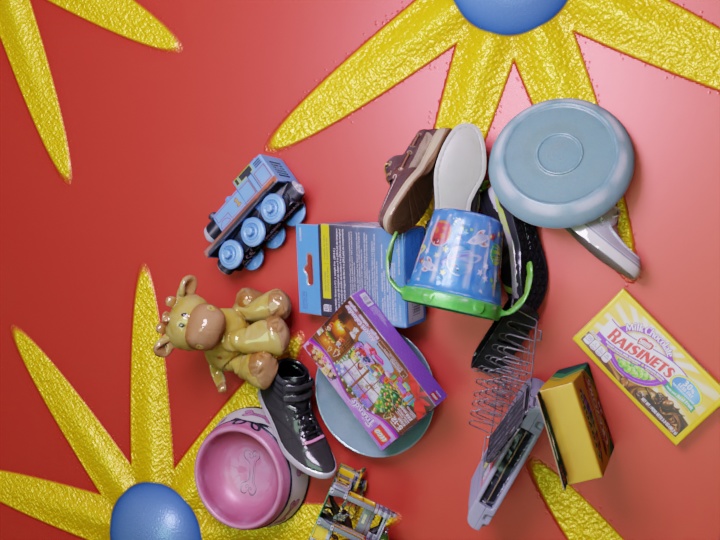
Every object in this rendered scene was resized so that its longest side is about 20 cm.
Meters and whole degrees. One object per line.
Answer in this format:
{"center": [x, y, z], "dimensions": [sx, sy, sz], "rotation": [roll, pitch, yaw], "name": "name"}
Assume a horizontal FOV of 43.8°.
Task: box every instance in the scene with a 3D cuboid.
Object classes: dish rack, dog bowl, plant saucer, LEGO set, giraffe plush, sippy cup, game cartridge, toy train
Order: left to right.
{"center": [-0.226, 0.089, 1.389], "dimensions": [0.198, 0.161, 0.175], "rotation": [-20, 55, 38], "name": "giraffe plush"}
{"center": [-0.185, 0.330, 1.461], "dimensions": [0.197, 0.074, 0.204], "rotation": [2, 94, 21], "name": "dog bowl"}
{"center": [-0.173, -0.086, 1.426], "dimensions": [0.200, 0.086, 0.115], "rotation": [-44, 68, 21], "name": "toy train"}
{"center": [-0.015, 0.404, 1.358], "dimensions": [0.115, 0.154, 0.202], "rotation": [23, 84, 4], "name": "LEGO set"}
{"center": [0.027, 0.184, 1.383], "dimensions": [0.198, 0.039, 0.205], "rotation": [2, 94, 23], "name": "plant saucer"}
{"center": [0.132, -0.010, 1.194], "dimensions": [0.139, 0.176, 0.132], "rotation": [9, 86, 58], "name": "sippy cup"}
{"center": [0.192, 0.154, 1.218], "dimensions": [0.054, 0.202, 0.154], "rotation": [19, 137, -3], "name": "dish rack"}
{"center": [0.207, 0.253, 1.262], "dimensions": [0.040, 0.133, 0.202], "rotation": [27, 105, 7], "name": "game cartridge"}
{"center": [0.272, -0.154, 1.219], "dimensions": [0.197, 0.027, 0.203], "rotation": [-6, 65, 13], "name": "plant saucer"}

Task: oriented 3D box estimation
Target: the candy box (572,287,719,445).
{"center": [0.399, 0.131, 1.234], "dimensions": [0.200, 0.026, 0.102], "rotation": [47, 105, 13], "name": "candy box"}

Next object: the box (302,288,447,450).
{"center": [0.018, 0.148, 1.320], "dimensions": [0.201, 0.039, 0.137], "rotation": [51, 128, 10], "name": "box"}

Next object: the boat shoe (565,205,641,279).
{"center": [0.319, -0.075, 1.228], "dimensions": [0.201, 0.070, 0.072], "rotation": [44, 93, 12], "name": "boat shoe"}

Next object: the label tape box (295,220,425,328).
{"center": [0.000, 0.000, 1.354], "dimensions": [0.198, 0.063, 0.147], "rotation": [6, 103, 35], "name": "label tape box"}

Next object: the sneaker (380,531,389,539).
{"center": [0.055, 0.501, 1.386], "dimensions": [0.082, 0.074, 0.203], "rotation": [-12, 86, -3], "name": "sneaker"}

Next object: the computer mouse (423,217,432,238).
{"center": [0.139, -0.098, 1.325], "dimensions": [0.058, 0.034, 0.203], "rotation": [19, 95, 12], "name": "computer mouse"}

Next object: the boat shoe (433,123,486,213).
{"center": [0.136, -0.106, 1.277], "dimensions": [0.071, 0.061, 0.205], "rotation": [9, 93, 4], "name": "boat shoe"}

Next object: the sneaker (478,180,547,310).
{"center": [0.212, -0.032, 1.290], "dimensions": [0.082, 0.071, 0.203], "rotation": [-9, 90, 47], "name": "sneaker"}

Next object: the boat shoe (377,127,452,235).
{"center": [0.067, -0.133, 1.287], "dimensions": [0.071, 0.073, 0.201], "rotation": [14, 58, 28], "name": "boat shoe"}

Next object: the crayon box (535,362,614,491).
{"center": [0.288, 0.203, 1.190], "dimensions": [0.050, 0.200, 0.129], "rotation": [-18, 88, 21], "name": "crayon box"}

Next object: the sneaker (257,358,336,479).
{"center": [-0.093, 0.222, 1.382], "dimensions": [0.201, 0.070, 0.100], "rotation": [53, 139, 30], "name": "sneaker"}
